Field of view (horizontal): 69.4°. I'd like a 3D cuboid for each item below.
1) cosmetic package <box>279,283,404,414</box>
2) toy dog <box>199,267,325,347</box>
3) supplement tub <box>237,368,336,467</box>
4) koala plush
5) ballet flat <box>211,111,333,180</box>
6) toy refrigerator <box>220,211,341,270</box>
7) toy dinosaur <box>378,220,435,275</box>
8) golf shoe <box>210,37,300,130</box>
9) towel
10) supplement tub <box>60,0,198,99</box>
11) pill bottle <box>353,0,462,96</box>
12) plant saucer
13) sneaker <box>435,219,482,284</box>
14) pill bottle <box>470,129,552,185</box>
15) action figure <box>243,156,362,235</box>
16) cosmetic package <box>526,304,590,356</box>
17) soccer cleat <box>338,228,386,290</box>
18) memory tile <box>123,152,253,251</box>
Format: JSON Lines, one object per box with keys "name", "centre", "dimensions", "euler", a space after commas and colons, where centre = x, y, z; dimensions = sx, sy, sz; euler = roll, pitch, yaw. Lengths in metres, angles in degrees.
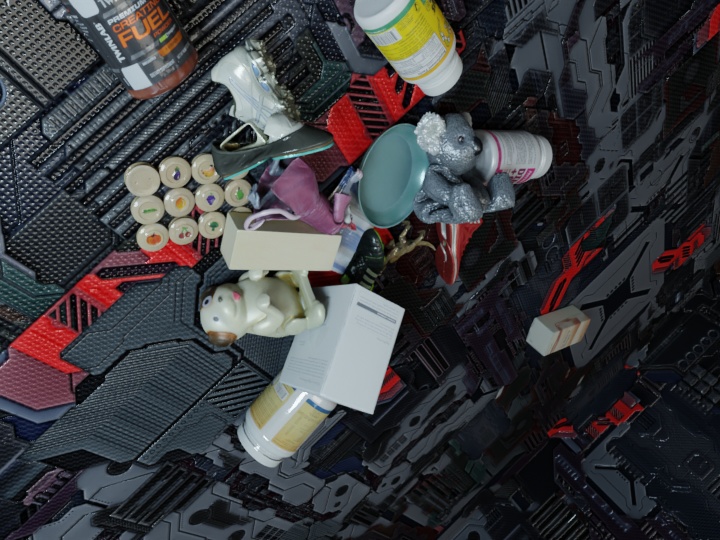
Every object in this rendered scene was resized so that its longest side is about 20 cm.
{"name": "cosmetic package", "centre": [-0.039, 0.146, 0.995], "dimensions": [0.122, 0.198, 0.203], "euler": [27, 74, -26]}
{"name": "toy dog", "centre": [-0.197, 0.064, 0.961], "dimensions": [0.197, 0.142, 0.193], "euler": [-5, 161, -36]}
{"name": "supplement tub", "centre": [-0.161, 0.312, 1.144], "dimensions": [0.200, 0.145, 0.144], "euler": [-48, 137, 3]}
{"name": "koala plush", "centre": [0.174, -0.202, 0.994], "dimensions": [0.176, 0.182, 0.204], "euler": [-21, 106, -41]}
{"name": "ballet flat", "centre": [-0.138, -0.191, 0.772], "dimensions": [0.196, 0.068, 0.069], "euler": [-14, 117, 14]}
{"name": "toy refrigerator", "centre": [-0.140, -0.051, 0.921], "dimensions": [0.197, 0.070, 0.077], "euler": [0, 123, -33]}
{"name": "toy dinosaur", "centre": [0.101, -0.058, 1.152], "dimensions": [0.198, 0.058, 0.102], "euler": [-26, 152, -37]}
{"name": "golf shoe", "centre": [-0.151, -0.252, 0.803], "dimensions": [0.096, 0.079, 0.201], "euler": [-20, 138, 10]}
{"name": "towel", "centre": [-0.029, -0.092, 1.035], "dimensions": [0.146, 0.024, 0.202], "euler": [25, 103, -46]}
{"name": "supplement tub", "centre": [-0.286, -0.314, 0.609], "dimensions": [0.106, 0.107, 0.201], "euler": [-37, 137, -8]}
{"name": "pill bottle", "centre": [0.087, -0.380, 0.844], "dimensions": [0.113, 0.113, 0.199], "euler": [-51, 136, 6]}
{"name": "plant saucer", "centre": [0.058, -0.184, 1.004], "dimensions": [0.198, 0.036, 0.203], "euler": [-26, 130, -35]}
{"name": "sneaker", "centre": [0.241, -0.065, 1.226], "dimensions": [0.114, 0.078, 0.203], "euler": [-24, 134, -20]}
{"name": "pill bottle", "centre": [0.314, -0.244, 1.120], "dimensions": [0.197, 0.113, 0.115], "euler": [-9, 127, -32]}
{"name": "action figure", "centre": [-0.077, -0.108, 0.869], "dimensions": [0.199, 0.151, 0.133], "euler": [32, 141, -34]}
{"name": "cosmetic package", "centre": [0.663, 0.199, 1.741], "dimensions": [0.197, 0.087, 0.105], "euler": [-13, 129, -30]}
{"name": "soccer cleat", "centre": [0.000, 0.000, 1.074], "dimensions": [0.080, 0.068, 0.202], "euler": [-22, 146, -30]}
{"name": "memory tile", "centre": [-0.267, -0.113, 0.839], "dimensions": [0.197, 0.017, 0.156], "euler": [-16, 129, -28]}
